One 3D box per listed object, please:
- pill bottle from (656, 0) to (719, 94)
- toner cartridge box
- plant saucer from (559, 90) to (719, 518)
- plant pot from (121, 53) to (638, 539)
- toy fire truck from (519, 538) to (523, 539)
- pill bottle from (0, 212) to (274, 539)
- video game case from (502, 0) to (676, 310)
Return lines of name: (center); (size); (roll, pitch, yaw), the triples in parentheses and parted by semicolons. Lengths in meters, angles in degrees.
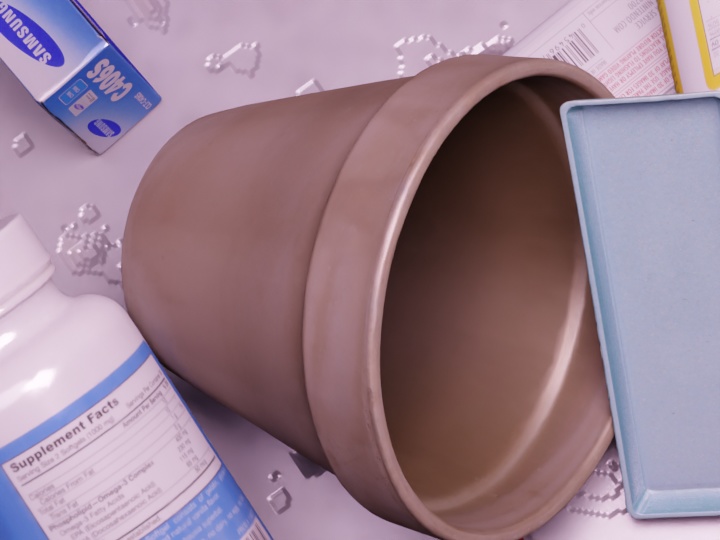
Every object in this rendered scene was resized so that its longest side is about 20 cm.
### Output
pill bottle: (0.183, -0.105, 1.247); (0.112, 0.112, 0.200); (-12, 76, 8)
toner cartridge box: (-0.178, -0.147, 1.359); (0.043, 0.095, 0.200); (-42, 73, 1)
plant saucer: (0.132, 0.014, 1.233); (0.070, 0.019, 0.200); (-3, 119, 16)
plant pot: (0.000, 0.000, 1.249); (0.173, 0.200, 0.200); (12, 80, 37)
toy fire truck: (0.124, 0.186, 1.250); (0.141, 0.049, 0.200); (-17, 76, 7)
pill bottle: (-0.124, 0.081, 1.254); (0.112, 0.112, 0.200); (-32, 98, 3)
video game case: (0.164, -0.064, 1.311); (0.200, 0.022, 0.182); (-39, 74, 0)
